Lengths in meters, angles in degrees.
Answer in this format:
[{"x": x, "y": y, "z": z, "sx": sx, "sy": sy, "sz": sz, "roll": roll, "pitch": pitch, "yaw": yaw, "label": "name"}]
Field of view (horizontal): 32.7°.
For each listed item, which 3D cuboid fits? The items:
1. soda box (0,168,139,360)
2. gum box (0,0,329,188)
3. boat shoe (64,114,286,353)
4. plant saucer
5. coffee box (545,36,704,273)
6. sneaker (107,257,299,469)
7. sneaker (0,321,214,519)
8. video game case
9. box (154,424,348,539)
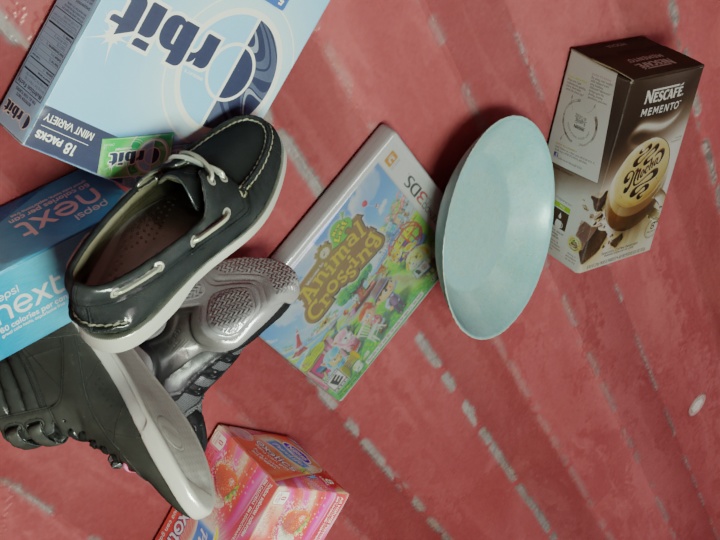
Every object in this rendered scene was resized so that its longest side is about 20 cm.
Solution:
[{"x": -0.237, "y": 0.010, "z": 0.793, "sx": 0.199, "sy": 0.068, "sz": 0.065, "roll": -30, "pitch": 134, "yaw": -26, "label": "soda box"}, {"x": -0.120, "y": -0.151, "z": 0.812, "sx": 0.169, "sy": 0.044, "sz": 0.201, "roll": 22, "pitch": 102, "yaw": -51, "label": "gum box"}, {"x": -0.112, "y": -0.038, "z": 0.780, "sx": 0.201, "sy": 0.075, "sz": 0.061, "roll": -59, "pitch": 156, "yaw": -32, "label": "boat shoe"}, {"x": 0.114, "y": -0.041, "z": 1.107, "sx": 0.200, "sy": 0.038, "sz": 0.204, "roll": -25, "pitch": 121, "yaw": -51, "label": "plant saucer"}, {"x": 0.242, "y": -0.112, "z": 1.178, "sx": 0.112, "sy": 0.080, "sz": 0.202, "roll": -16, "pitch": 128, "yaw": -36, "label": "coffee box"}, {"x": -0.128, "y": 0.075, "z": 0.952, "sx": 0.199, "sy": 0.075, "sz": 0.115, "roll": -32, "pitch": 138, "yaw": -16, "label": "sneaker"}, {"x": -0.183, "y": 0.108, "z": 0.840, "sx": 0.099, "sy": 0.201, "sz": 0.071, "roll": -40, "pitch": 162, "yaw": 3, "label": "sneaker"}, {"x": 0.000, "y": 0.000, "z": 1.063, "sx": 0.201, "sy": 0.022, "sz": 0.182, "roll": -50, "pitch": 141, "yaw": -4, "label": "video game case"}, {"x": -0.112, "y": 0.249, "z": 1.076, "sx": 0.102, "sy": 0.094, "sz": 0.202, "roll": 19, "pitch": 103, "yaw": -51, "label": "box"}]
